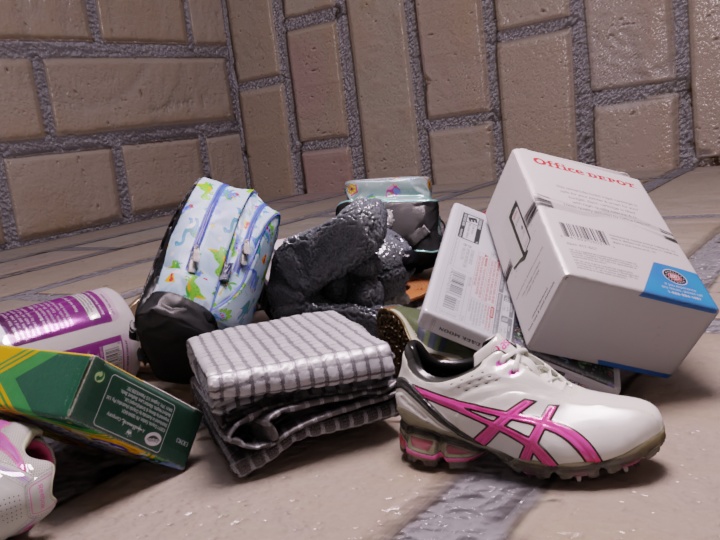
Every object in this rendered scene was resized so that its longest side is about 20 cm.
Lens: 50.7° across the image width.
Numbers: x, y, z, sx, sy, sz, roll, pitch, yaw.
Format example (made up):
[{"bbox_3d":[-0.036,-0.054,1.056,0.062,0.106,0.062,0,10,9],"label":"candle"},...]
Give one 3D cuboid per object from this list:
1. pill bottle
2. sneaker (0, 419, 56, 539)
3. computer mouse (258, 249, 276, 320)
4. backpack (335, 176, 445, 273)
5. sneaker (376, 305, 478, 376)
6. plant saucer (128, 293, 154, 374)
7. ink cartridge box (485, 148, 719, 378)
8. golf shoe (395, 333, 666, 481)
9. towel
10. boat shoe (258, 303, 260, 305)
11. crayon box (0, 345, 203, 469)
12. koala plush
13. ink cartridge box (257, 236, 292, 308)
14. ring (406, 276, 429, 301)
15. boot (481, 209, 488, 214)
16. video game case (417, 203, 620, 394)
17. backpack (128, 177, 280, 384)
[{"bbox_3d":[-0.343,0.094,0.802,0.111,0.115,0.197,4,14,45],"label":"pill bottle"},{"bbox_3d":[-0.279,0.153,0.571,0.086,0.084,0.198,-8,16,-32],"label":"sneaker"},{"bbox_3d":[-0.126,-0.009,0.992,0.052,0.202,0.139,-32,-9,-24],"label":"computer mouse"},{"bbox_3d":[0.052,-0.065,1.222,0.171,0.158,0.200,-4,-17,9],"label":"backpack"},{"bbox_3d":[0.089,0.078,0.730,0.088,0.069,0.200,-9,16,-18],"label":"sneaker"},{"bbox_3d":[-0.222,0.060,0.952,0.195,0.030,0.202,-15,33,9],"label":"plant saucer"},{"bbox_3d":[0.208,-0.014,0.694,0.142,0.086,0.202,12,36,-11],"label":"ink cartridge box"},{"bbox_3d":[0.114,0.095,0.546,0.195,0.095,0.072,-1,10,24],"label":"golf shoe"},{"bbox_3d":[-0.064,0.099,0.677,0.162,0.088,0.199,-9,9,-19],"label":"towel"},{"bbox_3d":[-0.118,0.023,1.077,0.195,0.064,0.075,0,2,25],"label":"boat shoe"},{"bbox_3d":[-0.245,0.111,0.635,0.196,0.053,0.126,1,-28,36],"label":"crayon box"},{"bbox_3d":[0.000,0.000,0.931,0.180,0.182,0.199,-13,10,30],"label":"koala plush"},{"bbox_3d":[-0.179,0.008,1.219,0.195,0.088,0.146,-9,11,-15],"label":"ink cartridge box"},{"bbox_3d":[0.012,0.038,1.121,0.195,0.020,0.201,-6,11,1],"label":"ring"},{"bbox_3d":[0.149,0.013,0.809,0.070,0.148,0.200,-6,11,2],"label":"boot"},{"bbox_3d":[0.155,0.021,0.717,0.178,0.024,0.201,21,35,3],"label":"video game case"},{"bbox_3d":[-0.163,0.000,0.826,0.149,0.204,0.164,1,-32,-5],"label":"backpack"}]
